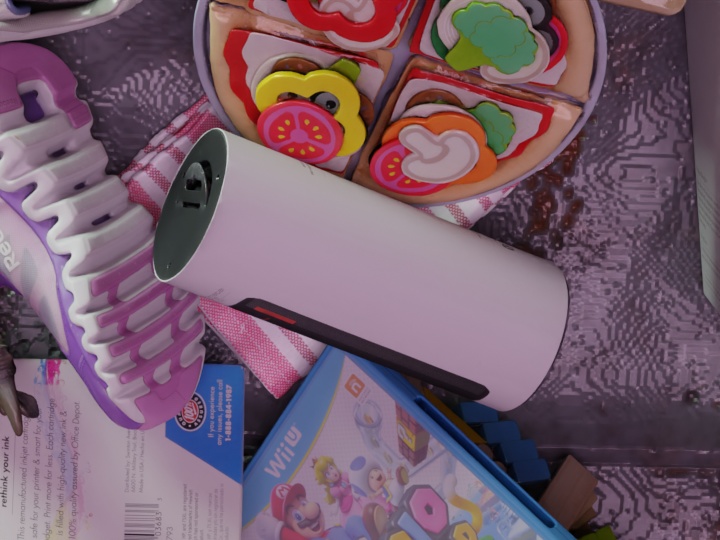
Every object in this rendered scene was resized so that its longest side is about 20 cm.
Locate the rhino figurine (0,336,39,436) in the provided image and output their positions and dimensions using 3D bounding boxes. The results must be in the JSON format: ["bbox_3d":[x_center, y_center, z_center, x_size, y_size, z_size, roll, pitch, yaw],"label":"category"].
[{"bbox_3d":[-0.206,0.015,1.311,0.060,0.200,0.088,-20,137,-26],"label":"rhino figurine"}]

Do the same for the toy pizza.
[{"bbox_3d":[0.018,-0.099,1.296,0.199,0.032,0.201,3,134,3],"label":"toy pizza"}]

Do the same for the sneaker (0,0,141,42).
[{"bbox_3d":[-0.198,-0.140,1.313,0.199,0.087,0.075,-10,106,-1],"label":"sneaker"}]

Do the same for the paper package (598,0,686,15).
[{"bbox_3d":[0.087,-0.242,1.303,0.189,0.104,0.201,12,104,-7],"label":"paper package"}]

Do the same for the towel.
[{"bbox_3d":[-0.015,-0.048,1.383,0.200,0.030,0.146,-41,105,6],"label":"towel"}]

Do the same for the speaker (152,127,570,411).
[{"bbox_3d":[0.000,0.000,1.338,0.199,0.081,0.082,22,102,-23],"label":"speaker"}]

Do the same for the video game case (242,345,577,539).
[{"bbox_3d":[0.026,0.148,1.373,0.200,0.018,0.143,43,119,17],"label":"video game case"}]

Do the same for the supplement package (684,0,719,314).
[{"bbox_3d":[0.233,-0.075,1.350,0.119,0.121,0.201,-7,106,-3],"label":"supplement package"}]

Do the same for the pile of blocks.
[{"bbox_3d":[0.071,0.128,1.430,0.200,0.082,0.062,47,140,-5],"label":"pile of blocks"}]

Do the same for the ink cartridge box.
[{"bbox_3d":[-0.159,0.107,1.369,0.199,0.067,0.117,2,76,-5],"label":"ink cartridge box"}]

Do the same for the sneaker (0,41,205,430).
[{"bbox_3d":[-0.151,-0.009,1.343,0.088,0.080,0.201,-30,87,39],"label":"sneaker"}]
